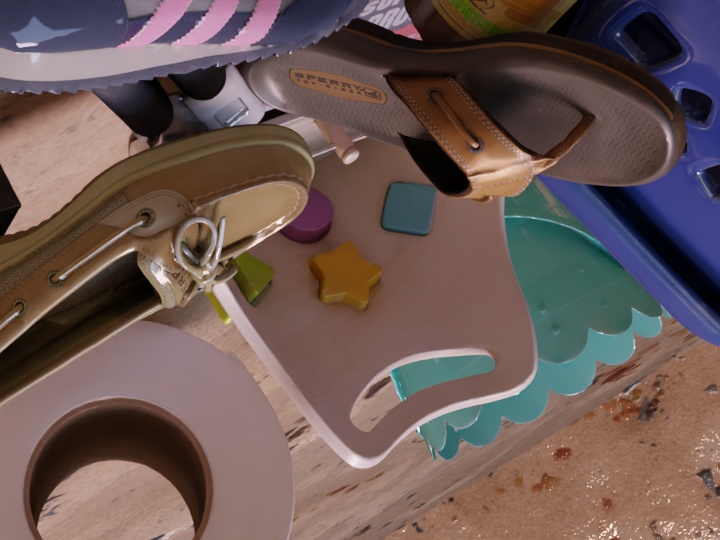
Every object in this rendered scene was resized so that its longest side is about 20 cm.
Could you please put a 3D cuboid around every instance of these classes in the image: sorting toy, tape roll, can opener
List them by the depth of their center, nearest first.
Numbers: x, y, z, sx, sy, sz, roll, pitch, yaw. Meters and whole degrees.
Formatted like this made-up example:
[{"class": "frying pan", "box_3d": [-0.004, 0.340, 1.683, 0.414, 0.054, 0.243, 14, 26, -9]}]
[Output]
[{"class": "can opener", "box_3d": [-0.073, -0.067, 0.807, 0.053, 0.067, 0.200, -35, 166, 2]}, {"class": "sorting toy", "box_3d": [0.000, 0.000, 0.974, 0.199, 0.181, 0.107, -22, 165, -29]}, {"class": "tape roll", "box_3d": [-0.143, 0.145, 1.145, 0.201, 0.204, 0.139, -26, 166, -16]}]

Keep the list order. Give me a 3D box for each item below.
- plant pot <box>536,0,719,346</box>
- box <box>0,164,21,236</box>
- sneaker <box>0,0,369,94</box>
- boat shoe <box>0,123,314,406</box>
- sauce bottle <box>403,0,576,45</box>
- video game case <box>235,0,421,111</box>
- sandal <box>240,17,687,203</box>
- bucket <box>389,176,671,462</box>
[{"class": "plant pot", "box_3d": [0.183, -0.095, 0.893, 0.179, 0.200, 0.201, -34, -163, 45]}, {"class": "box", "box_3d": [-0.246, 0.024, 0.823, 0.159, 0.044, 0.200, -21, 164, -35]}, {"class": "sneaker", "box_3d": [-0.059, -0.118, 0.667, 0.199, 0.070, 0.083, -22, 134, -47]}, {"class": "boat shoe", "box_3d": [-0.104, 0.006, 0.791, 0.199, 0.064, 0.073, -23, 152, -6]}, {"class": "sauce bottle", "box_3d": [0.092, -0.159, 0.781, 0.064, 0.065, 0.200, -18, 160, -43]}, {"class": "video game case", "box_3d": [0.022, -0.140, 0.867, 0.142, 0.018, 0.200, -22, 164, -30]}, {"class": "sandal", "box_3d": [0.036, -0.062, 0.813, 0.082, 0.198, 0.055, 80, 27, -57]}, {"class": "bucket", "box_3d": [0.105, 0.030, 1.411, 0.206, 0.136, 0.207, -30, 167, -8]}]
